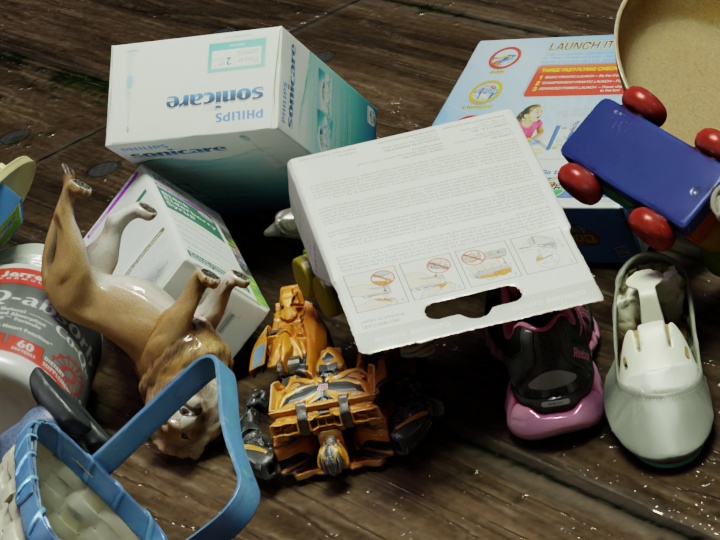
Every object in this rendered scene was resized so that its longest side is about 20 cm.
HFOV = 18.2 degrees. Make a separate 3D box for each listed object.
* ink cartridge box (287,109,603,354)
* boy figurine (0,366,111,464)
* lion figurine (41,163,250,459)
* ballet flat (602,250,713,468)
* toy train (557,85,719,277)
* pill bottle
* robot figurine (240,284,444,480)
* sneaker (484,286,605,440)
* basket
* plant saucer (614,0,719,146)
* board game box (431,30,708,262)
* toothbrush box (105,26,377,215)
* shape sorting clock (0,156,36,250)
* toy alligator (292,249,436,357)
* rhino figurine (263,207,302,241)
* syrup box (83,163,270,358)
[{"bbox_3d":[0.051,-0.015,1.447,0.160,0.050,0.200,-13,44,-8],"label":"ink cartridge box"},{"bbox_3d":[-0.240,0.159,1.399,0.200,0.124,0.064,-45,57,-1],"label":"boy figurine"},{"bbox_3d":[-0.155,0.028,1.526,0.200,0.123,0.072,38,18,20],"label":"lion figurine"},{"bbox_3d":[0.184,0.049,1.430,0.067,0.064,0.200,-8,27,8],"label":"ballet flat"},{"bbox_3d":[0.230,-0.031,1.475,0.085,0.116,0.200,-50,48,-4],"label":"toy train"},{"bbox_3d":[-0.242,0.065,1.572,0.115,0.116,0.200,-11,25,8],"label":"pill bottle"},{"bbox_3d":[-0.017,0.071,1.503,0.144,0.058,0.200,-12,25,8],"label":"robot figurine"},{"bbox_3d":[0.116,0.027,1.479,0.079,0.096,0.200,-16,24,2],"label":"sneaker"},{"bbox_3d":[-0.144,0.149,1.299,0.200,0.139,0.176,-43,23,13],"label":"basket"},{"bbox_3d":[0.262,-0.126,1.620,0.200,0.200,0.035,-39,-8,-40],"label":"plant saucer"},{"bbox_3d":[0.147,-0.094,1.689,0.199,0.056,0.196,1,45,33],"label":"board game box"},{"bbox_3d":[-0.089,-0.112,1.756,0.146,0.086,0.200,-4,-15,22],"label":"toothbrush box"},{"bbox_3d":[-0.299,-0.002,1.618,0.200,0.039,0.200,-52,3,4],"label":"shape sorting clock"},{"bbox_3d":[0.000,0.000,1.507,0.059,0.054,0.200,-22,25,-15],"label":"toy alligator"},{"bbox_3d":[0.020,-0.046,1.611,0.199,0.060,0.087,-15,-8,23],"label":"rhino figurine"},{"bbox_3d":[-0.139,0.002,1.655,0.082,0.079,0.200,-51,25,10],"label":"syrup box"}]
